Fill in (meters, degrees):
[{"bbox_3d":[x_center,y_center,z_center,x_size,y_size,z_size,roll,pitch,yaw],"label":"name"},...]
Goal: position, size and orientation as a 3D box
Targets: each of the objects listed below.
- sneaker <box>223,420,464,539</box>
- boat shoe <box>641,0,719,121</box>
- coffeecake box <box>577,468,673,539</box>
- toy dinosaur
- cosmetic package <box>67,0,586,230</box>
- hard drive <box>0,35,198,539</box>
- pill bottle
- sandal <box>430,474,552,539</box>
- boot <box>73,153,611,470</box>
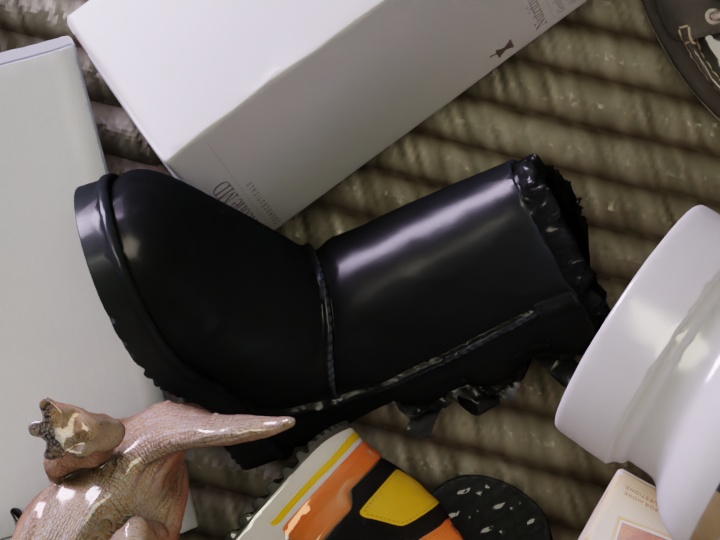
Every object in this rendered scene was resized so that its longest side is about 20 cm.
[{"bbox_3d":[-0.037,0.158,1.126,0.090,0.070,0.200,37,83,5],"label":"sneaker"},{"bbox_3d":[0.135,-0.146,1.189,0.066,0.057,0.201,-18,85,2],"label":"boat shoe"},{"bbox_3d":[0.065,0.198,1.076,0.073,0.154,0.200,28,53,5],"label":"coffeecake box"},{"bbox_3d":[-0.101,0.101,1.113,0.086,0.135,0.200,44,104,8],"label":"toy dinosaur"},{"bbox_3d":[-0.002,-0.107,1.160,0.200,0.113,0.081,-39,66,1],"label":"cosmetic package"},{"bbox_3d":[-0.150,0.023,1.166,0.131,0.027,0.201,-15,105,-6],"label":"hard drive"},{"bbox_3d":[0.173,0.069,1.029,0.199,0.116,0.116,33,88,13],"label":"pill bottle"},{"bbox_3d":[0.012,0.174,1.176,0.075,0.048,0.201,32,74,18],"label":"sandal"},{"bbox_3d":[0.000,0.000,1.123,0.162,0.198,0.074,-20,57,11],"label":"boot"}]
